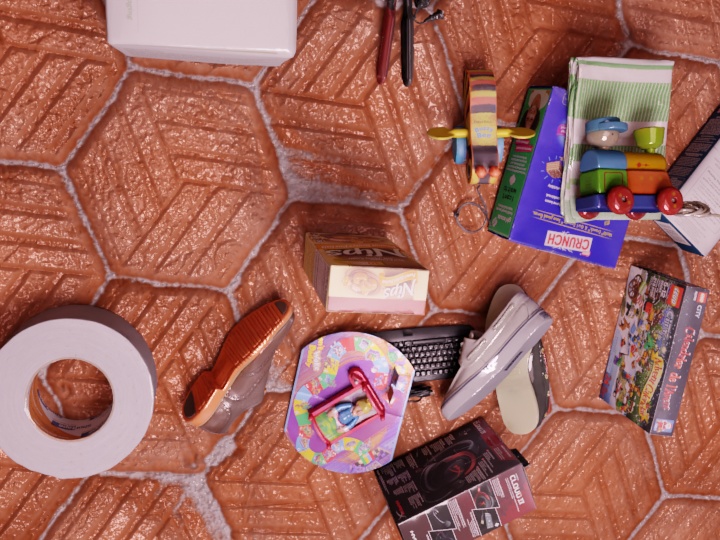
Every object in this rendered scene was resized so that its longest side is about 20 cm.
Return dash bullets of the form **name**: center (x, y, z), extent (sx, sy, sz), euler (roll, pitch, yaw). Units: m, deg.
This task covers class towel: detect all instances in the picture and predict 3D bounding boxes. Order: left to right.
- **towel**: center (0.326, -0.164, 0.983), extent (0.149, 0.023, 0.205), euler (-3, 101, -15)

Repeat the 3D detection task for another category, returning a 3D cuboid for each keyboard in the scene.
- **keyboard**: center (0.068, 0.135, 1.058), extent (0.195, 0.040, 0.107), euler (-5, 102, -10)

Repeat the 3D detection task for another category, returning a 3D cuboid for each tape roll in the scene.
- **tape roll**: center (-0.353, 0.149, 0.958), extent (0.196, 0.066, 0.205), euler (-2, 101, -12)

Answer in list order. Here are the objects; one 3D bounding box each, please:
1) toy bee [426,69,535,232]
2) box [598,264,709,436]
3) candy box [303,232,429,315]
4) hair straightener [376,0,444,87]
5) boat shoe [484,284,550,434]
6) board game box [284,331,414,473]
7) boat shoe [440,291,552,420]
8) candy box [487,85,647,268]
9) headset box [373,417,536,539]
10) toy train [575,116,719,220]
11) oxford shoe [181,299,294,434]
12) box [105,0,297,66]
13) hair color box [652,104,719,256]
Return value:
- **toy bee**: center (0.160, -0.153, 0.979), extent (0.129, 0.109, 0.203), euler (-21, 100, 2)
- **box**: center (0.401, 0.106, 1.073), extent (0.037, 0.137, 0.204), euler (8, 99, -13)
- **candy box**: center (0.000, 0.000, 0.932), extent (0.113, 0.200, 0.057), euler (2, 102, -13)
- **hair straightener**: center (0.067, -0.332, 0.969), extent (0.075, 0.041, 0.205), euler (4, 96, -13)
- **boat shoe**: center (0.220, 0.120, 1.079), extent (0.072, 0.063, 0.206), euler (-6, 92, 32)
- **board game box**: center (-0.017, 0.184, 1.030), extent (0.155, 0.039, 0.204), euler (13, 102, -3)
- **boat shoe**: center (0.167, 0.113, 1.039), extent (0.070, 0.070, 0.201), euler (48, 112, 26)
- **candy box**: center (0.281, -0.123, 1.032), extent (0.166, 0.077, 0.204), euler (13, 97, -16)
- **headset box**: center (0.131, 0.289, 1.046), extent (0.197, 0.149, 0.076), euler (-24, 107, -6)
- **toy train**: center (0.361, -0.124, 0.955), extent (0.196, 0.084, 0.119), euler (-1, 90, -16)
- **oxford shoe**: center (-0.145, 0.125, 1.005), extent (0.201, 0.071, 0.073), euler (-49, 126, 5)
- **box**: center (-0.170, -0.334, 0.843), extent (0.195, 0.171, 0.204), euler (0, 101, -12)
- **hair color box**: center (0.497, -0.132, 1.084), extent (0.100, 0.061, 0.201), euler (38, 92, -17)
